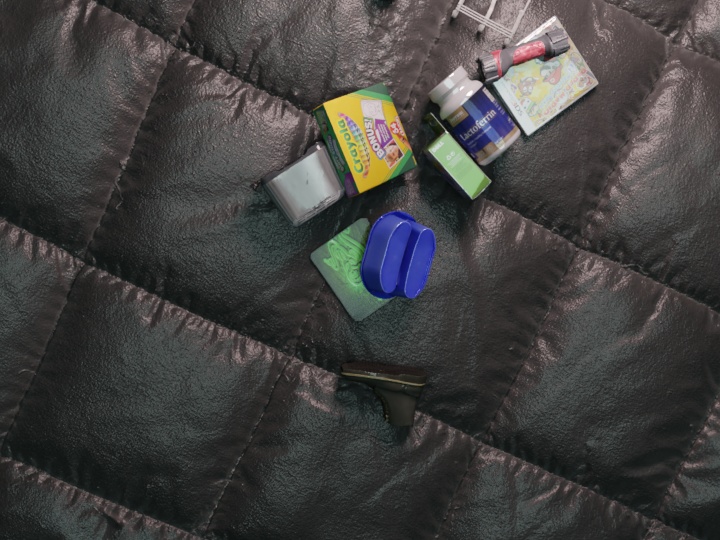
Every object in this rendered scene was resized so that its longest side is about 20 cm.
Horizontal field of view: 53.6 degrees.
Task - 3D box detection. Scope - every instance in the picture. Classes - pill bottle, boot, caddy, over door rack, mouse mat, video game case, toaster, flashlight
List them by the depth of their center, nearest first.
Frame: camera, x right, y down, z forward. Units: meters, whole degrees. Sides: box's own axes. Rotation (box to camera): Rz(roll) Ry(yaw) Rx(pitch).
[{"bbox_3d":[0.306,-0.611,1.538,0.147,0.067,0.201,25,116,-6],"label":"over door rack"},{"bbox_3d":[0.353,-0.464,1.546,0.199,0.068,0.068,-18,97,1],"label":"flashlight"},{"bbox_3d":[0.245,-0.338,1.555,0.116,0.116,0.200,-42,97,3],"label":"pill bottle"},{"bbox_3d":[-0.127,-0.183,1.556,0.199,0.114,0.130,-33,100,-1],"label":"toaster"},{"bbox_3d":[0.079,-0.031,1.588,0.141,0.105,0.201,15,93,-31],"label":"caddy"},{"bbox_3d":[0.403,-0.434,1.598,0.200,0.023,0.182,-36,98,2],"label":"video game case"},{"bbox_3d":[0.000,0.000,1.640,0.160,0.008,0.201,-35,97,2],"label":"mouse mat"},{"bbox_3d":[0.045,0.292,1.649,0.198,0.077,0.139,9,102,-3],"label":"boot"}]

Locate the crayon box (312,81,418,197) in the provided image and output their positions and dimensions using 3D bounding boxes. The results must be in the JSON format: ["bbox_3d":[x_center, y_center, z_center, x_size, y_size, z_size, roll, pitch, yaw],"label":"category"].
[{"bbox_3d":[0.013,-0.283,1.538,0.172,0.058,0.201,-28,99,-32],"label":"crayon box"}]

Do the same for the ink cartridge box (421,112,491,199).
[{"bbox_3d":[0.191,-0.248,1.569,0.059,0.104,0.200,-43,98,2],"label":"ink cartridge box"}]
